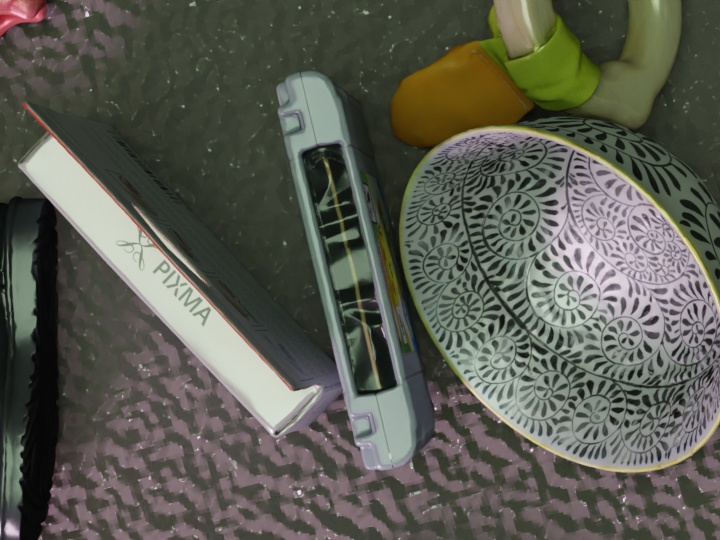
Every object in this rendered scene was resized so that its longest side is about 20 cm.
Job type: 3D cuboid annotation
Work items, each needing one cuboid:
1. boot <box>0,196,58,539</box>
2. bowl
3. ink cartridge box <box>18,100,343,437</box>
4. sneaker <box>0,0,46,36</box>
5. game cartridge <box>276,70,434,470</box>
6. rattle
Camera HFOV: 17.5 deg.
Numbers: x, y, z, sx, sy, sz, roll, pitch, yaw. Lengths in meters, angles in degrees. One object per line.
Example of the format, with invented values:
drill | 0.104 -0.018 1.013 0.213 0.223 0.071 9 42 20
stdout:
boot | -0.252 0.054 1.277 0.167 0.076 0.202 -1 83 6
bowl | 0.125 -0.006 1.191 0.201 0.201 0.094 44 52 7
ink cartridge box | -0.097 0.002 1.204 0.044 0.174 0.200 -44 83 7
sneaker | -0.258 -0.118 1.282 0.200 0.074 0.087 -37 86 7
game cartridge | 0.000 0.000 1.209 0.040 0.133 0.201 -13 89 2
rattle | 0.101 -0.169 1.246 0.129 0.143 0.201 11 75 -22
